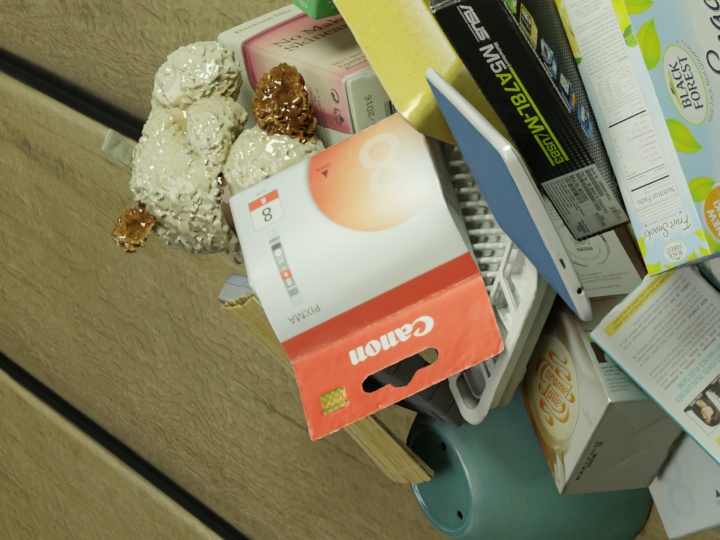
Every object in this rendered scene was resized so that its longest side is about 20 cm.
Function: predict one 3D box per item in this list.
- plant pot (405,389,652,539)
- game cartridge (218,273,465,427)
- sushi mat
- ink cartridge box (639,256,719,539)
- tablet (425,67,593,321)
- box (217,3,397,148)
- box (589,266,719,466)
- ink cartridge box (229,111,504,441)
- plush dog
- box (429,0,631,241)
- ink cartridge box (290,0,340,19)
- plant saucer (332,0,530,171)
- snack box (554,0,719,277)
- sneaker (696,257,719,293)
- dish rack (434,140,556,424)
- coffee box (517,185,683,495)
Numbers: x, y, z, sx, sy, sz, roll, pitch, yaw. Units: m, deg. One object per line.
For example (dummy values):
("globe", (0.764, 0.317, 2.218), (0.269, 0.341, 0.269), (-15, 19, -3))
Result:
("plant pot", (0.115, 0.145, 1.693), (0.200, 0.134, 0.201), (36, 135, 47))
("game cartridge", (-0.014, 0.057, 1.665), (0.130, 0.038, 0.200), (45, 164, -34))
("sushi mat", (-0.025, 0.092, 1.654), (0.200, 0.012, 0.096), (46, 162, -11))
("ink cartridge box", (0.240, 0.080, 1.530), (0.160, 0.047, 0.201), (-33, 78, 61))
("tablet", (0.094, -0.053, 1.378), (0.131, 0.014, 0.200), (62, 178, -23))
("box", (-0.007, -0.146, 1.746), (0.200, 0.127, 0.110), (25, 133, 52))
("box", (0.251, 0.086, 1.428), (0.200, 0.082, 0.049), (46, -177, 18))
("ink cartridge box", (0.000, 0.000, 1.546), (0.050, 0.162, 0.201), (46, -157, -51))
("plush dog", (-0.090, -0.068, 1.686), (0.171, 0.161, 0.201), (-2, 119, 34))
("box", (0.110, -0.151, 1.345), (0.047, 0.194, 0.200), (-19, 126, 24))
("ink cartridge box", (0.011, -0.306, 1.621), (0.084, 0.145, 0.201), (45, 141, 40))
("plant saucer", (0.071, -0.166, 1.562), (0.048, 0.199, 0.200), (-46, 53, 24))
("snack box", (0.223, -0.115, 1.331), (0.068, 0.168, 0.201), (-26, 82, 57))
("sneaker", (0.214, -0.042, 1.425), (0.076, 0.115, 0.201), (-54, 49, 14))
("dish rack", (0.090, -0.008, 1.573), (0.172, 0.043, 0.201), (108, 150, -42))
("coffee box", (0.162, 0.047, 1.567), (0.115, 0.079, 0.201), (112, 147, -46))
